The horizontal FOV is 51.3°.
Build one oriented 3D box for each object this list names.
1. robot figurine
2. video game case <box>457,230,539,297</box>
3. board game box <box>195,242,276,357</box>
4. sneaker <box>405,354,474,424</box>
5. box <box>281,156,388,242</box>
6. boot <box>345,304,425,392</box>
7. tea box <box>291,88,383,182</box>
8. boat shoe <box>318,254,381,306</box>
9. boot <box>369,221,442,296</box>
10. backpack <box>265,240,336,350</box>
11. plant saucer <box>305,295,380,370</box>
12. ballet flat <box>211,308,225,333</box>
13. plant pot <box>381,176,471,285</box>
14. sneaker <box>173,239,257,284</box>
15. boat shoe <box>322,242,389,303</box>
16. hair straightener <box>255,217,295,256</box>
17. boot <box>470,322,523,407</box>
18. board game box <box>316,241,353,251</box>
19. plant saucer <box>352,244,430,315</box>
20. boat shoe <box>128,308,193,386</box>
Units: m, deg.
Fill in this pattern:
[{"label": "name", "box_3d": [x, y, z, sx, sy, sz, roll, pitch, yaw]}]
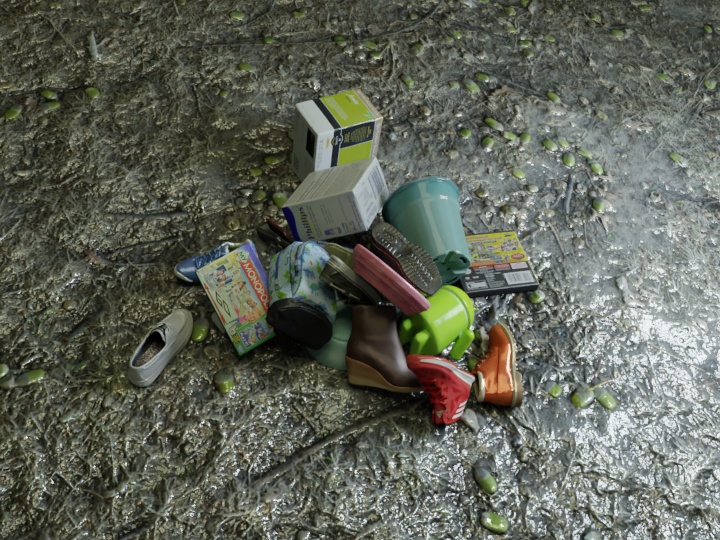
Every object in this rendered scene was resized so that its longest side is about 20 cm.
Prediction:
[{"label": "robot figurine", "box_3d": [0.170, 0.110, 1.649, 0.198, 0.117, 0.175, -31, 59, -31]}, {"label": "video game case", "box_3d": [0.318, -0.018, 1.847, 0.195, 0.026, 0.183, -6, 51, -13]}, {"label": "board game box", "box_3d": [-0.248, 0.061, 1.600, 0.133, 0.029, 0.203, -29, 87, -16]}, {"label": "sneaker", "box_3d": [0.157, 0.243, 1.501, 0.198, 0.077, 0.118, 25, 71, -38]}, {"label": "box", "box_3d": [-0.057, -0.165, 1.781, 0.196, 0.107, 0.185, -9, 28, 27]}, {"label": "boot", "box_3d": [0.067, 0.161, 1.560, 0.194, 0.171, 0.072, 6, 4, 3]}, {"label": "tea box", "box_3d": [-0.064, -0.330, 1.935, 0.193, 0.203, 0.135, -18, 53, -25]}, {"label": "boat shoe", "box_3d": [-0.024, 0.037, 1.580, 0.070, 0.200, 0.064, 34, 85, 40]}, {"label": "boot", "box_3d": [0.094, -0.004, 1.691, 0.077, 0.139, 0.201, -34, 73, -24]}, {"label": "backpack", "box_3d": [-0.124, 0.037, 1.583, 0.162, 0.153, 0.202, 35, 22, -36]}, {"label": "plant saucer", "box_3d": [-0.034, 0.115, 1.637, 0.195, 0.039, 0.205, 2, 60, -3]}, {"label": "ballet flat", "box_3d": [-0.228, 0.087, 1.645, 0.196, 0.070, 0.070, -21, 55, -20]}, {"label": "plant pot", "box_3d": [0.165, -0.080, 1.775, 0.195, 0.202, 0.200, -5, 57, -14]}, {"label": "sneaker", "box_3d": [-0.329, -0.027, 1.709, 0.196, 0.078, 0.077, -16, 54, -20]}, {"label": "boat shoe", "box_3d": [0.000, 0.000, 1.691, 0.198, 0.068, 0.076, 35, 94, -1]}, {"label": "hair straightener", "box_3d": [-0.186, -0.050, 1.761, 0.077, 0.041, 0.199, -39, 55, -19]}, {"label": "boot", "box_3d": [0.285, 0.198, 1.625, 0.104, 0.076, 0.203, 1, 50, -2]}, {"label": "board game box", "box_3d": [-0.042, 0.004, 1.759, 0.195, 0.035, 0.137, 12, 48, 0]}, {"label": "plant saucer", "box_3d": [0.056, 0.027, 1.553, 0.200, 0.200, 0.051, 40, 88, 23]}, {"label": "boat shoe", "box_3d": [-0.414, 0.144, 1.551, 0.071, 0.069, 0.201, 27, 50, 14]}]
